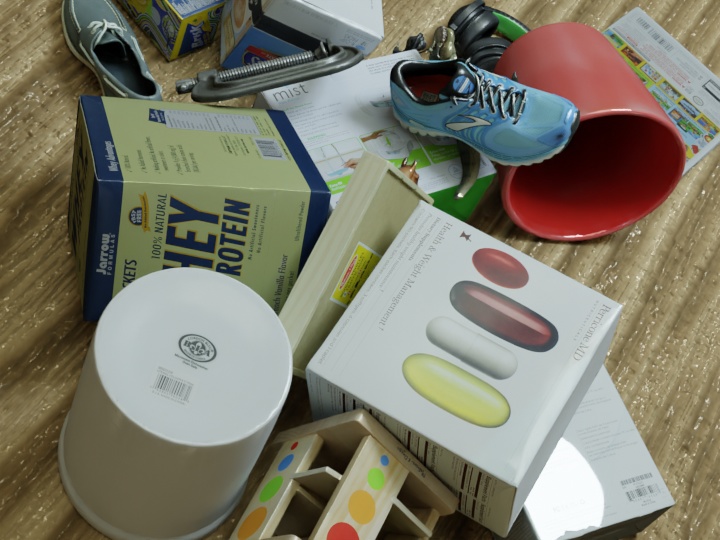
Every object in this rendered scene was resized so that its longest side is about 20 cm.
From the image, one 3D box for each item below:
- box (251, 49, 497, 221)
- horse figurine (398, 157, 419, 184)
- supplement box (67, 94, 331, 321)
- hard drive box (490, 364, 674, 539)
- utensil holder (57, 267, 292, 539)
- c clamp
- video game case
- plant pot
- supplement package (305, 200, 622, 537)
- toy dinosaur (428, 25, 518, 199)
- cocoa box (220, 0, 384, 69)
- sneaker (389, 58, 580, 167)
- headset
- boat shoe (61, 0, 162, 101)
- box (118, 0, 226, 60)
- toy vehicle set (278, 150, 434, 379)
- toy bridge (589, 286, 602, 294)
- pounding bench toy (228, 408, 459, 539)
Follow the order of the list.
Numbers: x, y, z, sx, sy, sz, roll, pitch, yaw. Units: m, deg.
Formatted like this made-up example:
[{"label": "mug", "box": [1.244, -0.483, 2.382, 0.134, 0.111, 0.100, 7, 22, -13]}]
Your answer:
[{"label": "box", "box": [0.007, -0.121, 1.346, 0.199, 0.097, 0.177, -20, 66, -29]}, {"label": "horse figurine", "box": [0.000, 0.000, 1.241, 0.200, 0.133, 0.050, -35, 42, -18]}, {"label": "supplement box", "box": [-0.154, -0.057, 1.174, 0.199, 0.135, 0.200, 2, 27, -18]}, {"label": "hard drive box", "box": [0.179, 0.166, 1.233, 0.155, 0.077, 0.201, -10, 62, -25]}, {"label": "utensil holder", "box": [-0.154, 0.114, 1.069, 0.169, 0.200, 0.171, 10, 55, -14]}, {"label": "c clamp", "box": [-0.094, -0.201, 1.295, 0.199, 0.027, 0.171, -12, 17, 4]}, {"label": "video game case", "box": [0.360, -0.218, 1.585, 0.200, 0.023, 0.182, 45, 55, 11]}, {"label": "plant pot", "box": [0.231, -0.160, 1.409, 0.200, 0.201, 0.178, 3, 47, -18]}, {"label": "supplement package", "box": [0.089, 0.086, 1.127, 0.199, 0.147, 0.192, 28, 67, 15]}, {"label": "toy dinosaur", "box": [0.123, -0.164, 1.328, 0.088, 0.047, 0.201, -12, 63, 7]}, {"label": "cocoa box", "box": [-0.066, -0.309, 1.405, 0.133, 0.131, 0.201, 18, 52, -29]}, {"label": "sneaker", "box": [0.113, -0.159, 1.255, 0.199, 0.090, 0.079, 13, 74, 21]}, {"label": "headset", "box": [0.131, -0.250, 1.507, 0.199, 0.094, 0.124, 0, 53, -38]}, {"label": "boat shoe", "box": [-0.254, -0.230, 1.343, 0.073, 0.062, 0.200, -14, 64, -27]}, {"label": "box", "box": [-0.235, -0.328, 1.409, 0.064, 0.070, 0.200, -29, 71, -34]}, {"label": "toy vehicle set", "box": [-0.009, 0.004, 1.150, 0.026, 0.124, 0.201, 26, 87, 25]}, {"label": "toy bridge", "box": [0.154, 0.014, 1.323, 0.199, 0.067, 0.027, 21, 52, -30]}, {"label": "pounding bench toy", "box": [-0.001, 0.247, 1.080, 0.200, 0.124, 0.156, 45, 52, -19]}]
